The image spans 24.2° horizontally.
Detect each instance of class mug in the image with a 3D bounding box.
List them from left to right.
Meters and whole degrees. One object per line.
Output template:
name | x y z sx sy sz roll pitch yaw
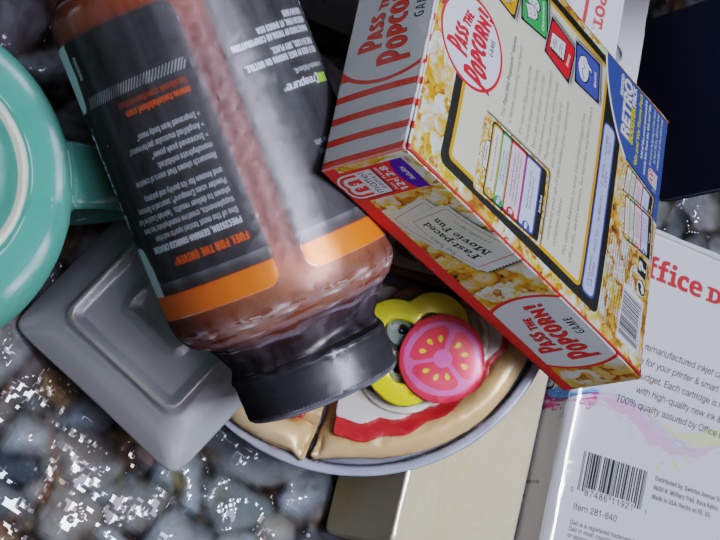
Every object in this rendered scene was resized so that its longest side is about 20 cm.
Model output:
mug | -0.190 -0.044 0.725 0.185 0.114 0.152 -41 104 -27

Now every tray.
tray | -0.059 -0.012 0.800 0.107 0.022 0.200 41 80 9

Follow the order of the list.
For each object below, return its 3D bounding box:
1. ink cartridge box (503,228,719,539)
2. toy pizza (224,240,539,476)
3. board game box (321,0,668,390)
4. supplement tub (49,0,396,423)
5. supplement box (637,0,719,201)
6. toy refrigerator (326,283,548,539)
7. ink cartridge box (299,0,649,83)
ink cartridge box | 0.147 0.087 0.921 0.145 0.084 0.200 20 75 -28
toy pizza | 0.000 0.000 0.825 0.200 0.032 0.201 0 77 0
board game box | 0.071 -0.058 0.770 0.200 0.046 0.152 41 49 -40
supplement tub | -0.052 -0.038 0.729 0.107 0.107 0.200 -23 95 -30
supplement box | 0.273 -0.120 1.003 0.200 0.109 0.109 -16 93 -30
toy refrigerator | 0.049 0.050 0.881 0.076 0.070 0.200 20 77 -30
ink cartridge box | 0.076 -0.159 0.885 0.200 0.068 0.115 20 63 -14
